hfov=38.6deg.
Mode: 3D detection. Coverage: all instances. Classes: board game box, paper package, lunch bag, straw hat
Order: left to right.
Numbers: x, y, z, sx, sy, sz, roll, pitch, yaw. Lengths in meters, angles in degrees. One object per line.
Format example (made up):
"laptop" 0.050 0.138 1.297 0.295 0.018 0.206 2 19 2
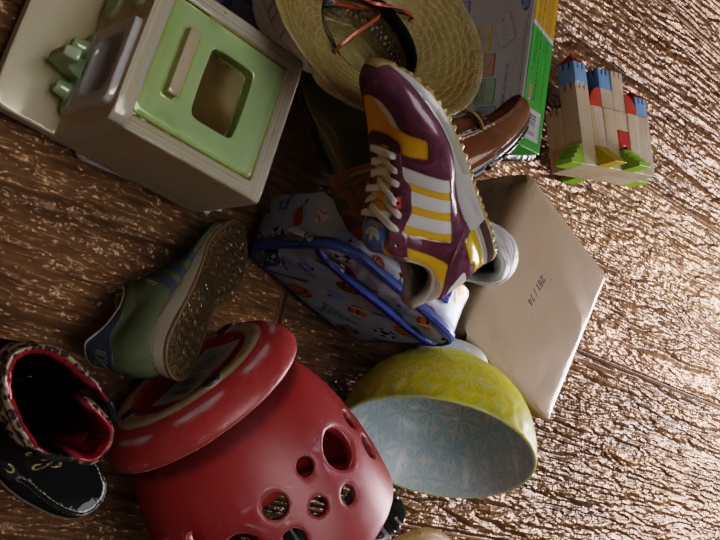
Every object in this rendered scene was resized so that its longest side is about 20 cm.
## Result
"lunch bag" 0.000 0.000 0.954 0.200 0.159 0.076 38 66 -37
"straw hat" 0.000 -0.187 0.865 0.199 0.085 0.203 14 58 -23
"board game box" 0.088 -0.189 0.999 0.040 0.198 0.155 15 82 -50
"paper package" 0.164 0.032 1.145 0.191 0.103 0.202 44 63 -34

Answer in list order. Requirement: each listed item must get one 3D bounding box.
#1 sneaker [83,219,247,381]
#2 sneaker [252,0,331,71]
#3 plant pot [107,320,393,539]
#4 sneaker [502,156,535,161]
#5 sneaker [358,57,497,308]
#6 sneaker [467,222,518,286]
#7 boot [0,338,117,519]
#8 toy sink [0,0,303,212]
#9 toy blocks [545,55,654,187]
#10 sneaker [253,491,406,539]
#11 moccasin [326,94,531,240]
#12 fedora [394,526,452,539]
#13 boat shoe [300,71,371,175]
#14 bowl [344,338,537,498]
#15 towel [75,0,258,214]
"sneaker" -0.164 0.019 0.864 0.201 0.089 0.068 -70 153 -55
"sneaker" -0.054 -0.265 0.904 0.201 0.099 0.078 55 39 -19
"plant pot" -0.099 0.156 0.853 0.200 0.199 0.184 -42 109 -33
"sneaker" 0.148 -0.175 1.092 0.200 0.074 0.117 -26 116 -76
"sneaker" 0.034 -0.059 0.772 0.090 0.075 0.201 -37 122 -12
"sneaker" 0.063 -0.042 1.001 0.099 0.198 0.079 -46 154 -82
"boot" -0.229 0.118 0.754 0.073 0.150 0.201 -44 119 -32
"toy sink" -0.161 -0.149 0.805 0.199 0.111 0.132 29 70 -36
"toy blocks" 0.295 -0.185 1.275 0.198 0.099 0.139 3 78 -42
"sneaker" -0.042 0.274 0.976 0.199 0.091 0.078 -13 57 -45
"moccasin" 0.060 -0.102 0.870 0.200 0.074 0.078 -30 93 -15
"fedora" 0.026 0.352 1.040 0.199 0.081 0.204 -6 99 -43
"boat shoe" -0.017 -0.128 0.972 0.072 0.065 0.202 -8 64 -21
"bowl" 0.082 0.133 1.030 0.200 0.198 0.109 44 45 -34
"towel" -0.161 -0.165 0.894 0.146 0.024 0.203 20 76 -39
